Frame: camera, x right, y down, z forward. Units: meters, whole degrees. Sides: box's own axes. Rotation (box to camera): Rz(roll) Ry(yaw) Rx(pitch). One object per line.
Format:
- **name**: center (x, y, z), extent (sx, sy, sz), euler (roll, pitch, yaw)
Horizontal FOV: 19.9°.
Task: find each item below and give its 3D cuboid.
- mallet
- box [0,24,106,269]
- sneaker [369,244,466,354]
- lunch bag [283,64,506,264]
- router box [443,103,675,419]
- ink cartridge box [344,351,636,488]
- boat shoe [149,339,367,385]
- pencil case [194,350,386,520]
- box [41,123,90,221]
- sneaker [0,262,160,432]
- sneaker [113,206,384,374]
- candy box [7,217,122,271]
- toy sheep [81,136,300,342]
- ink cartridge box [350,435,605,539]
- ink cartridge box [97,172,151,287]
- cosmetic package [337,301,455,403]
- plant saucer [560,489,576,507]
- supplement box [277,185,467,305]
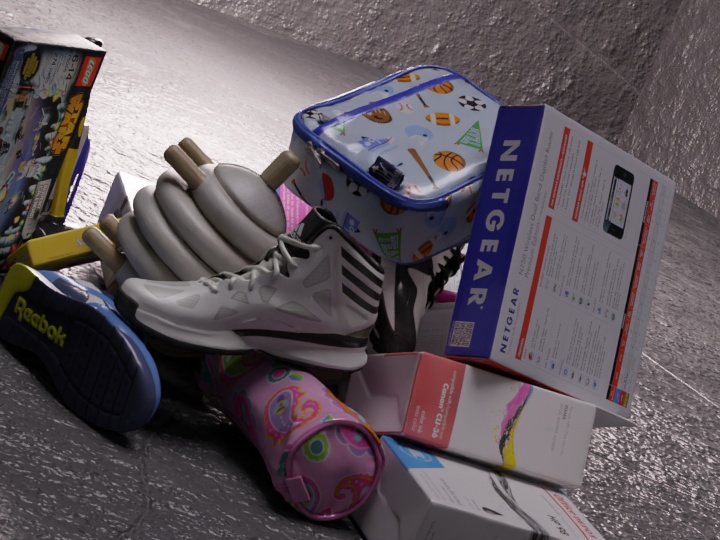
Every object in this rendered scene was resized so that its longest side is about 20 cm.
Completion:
- **mallet**: center (-0.251, -0.096, 1.732), extent (0.041, 0.202, 0.066), euler (18, 18, 25)
- **box**: center (-0.286, -0.095, 1.643), extent (0.040, 0.201, 0.137), euler (28, 13, 20)
- **sneaker**: center (0.048, -0.011, 1.625), extent (0.079, 0.074, 0.201), euler (11, 46, -4)
- **lunch bag**: center (0.038, -0.090, 1.611), extent (0.160, 0.076, 0.199), euler (39, 40, 28)
- **router box**: center (0.158, -0.004, 1.586), extent (0.049, 0.202, 0.179), euler (2, -17, 44)
- **ink cartridge box**: center (0.098, 0.121, 1.571), extent (0.199, 0.068, 0.116), euler (18, -11, -24)
- **boat shoe**: center (-0.078, 0.044, 1.649), extent (0.198, 0.067, 0.057), euler (8, 26, 25)
- **pencil case**: center (-0.056, 0.107, 1.523), extent (0.087, 0.088, 0.200), euler (17, 13, -31)
- **box**: center (-0.303, -0.078, 1.735), extent (0.041, 0.120, 0.200), euler (27, 12, 21)
- **sneaker**: center (-0.191, 0.054, 1.503), extent (0.082, 0.074, 0.200), euler (16, 16, -42)
- **sneaker**: center (-0.075, 0.000, 1.491), extent (0.199, 0.116, 0.076), euler (10, 16, -23)
- **candy box**: center (-0.182, -0.030, 1.673), extent (0.198, 0.027, 0.102), euler (-15, -4, -19)
- **toy sheep**: center (-0.124, -0.022, 1.572), extent (0.138, 0.200, 0.138), euler (42, 17, -16)
- **ink cartridge box**: center (0.104, 0.194, 1.486), extent (0.199, 0.067, 0.116), euler (19, 12, -24)
- **ink cartridge box**: center (-0.164, -0.012, 1.810), extent (0.115, 0.067, 0.200), euler (21, 13, -18)
- **cosmetic package**: center (0.079, 0.068, 1.665), extent (0.198, 0.083, 0.051), euler (-3, 4, -2)
- **plant saucer**: center (0.081, 0.167, 1.656), extent (0.199, 0.028, 0.200), euler (23, 13, -5)
- **supplement box**: center (0.000, 0.000, 1.727), extent (0.198, 0.101, 0.104), euler (14, 49, -16)
